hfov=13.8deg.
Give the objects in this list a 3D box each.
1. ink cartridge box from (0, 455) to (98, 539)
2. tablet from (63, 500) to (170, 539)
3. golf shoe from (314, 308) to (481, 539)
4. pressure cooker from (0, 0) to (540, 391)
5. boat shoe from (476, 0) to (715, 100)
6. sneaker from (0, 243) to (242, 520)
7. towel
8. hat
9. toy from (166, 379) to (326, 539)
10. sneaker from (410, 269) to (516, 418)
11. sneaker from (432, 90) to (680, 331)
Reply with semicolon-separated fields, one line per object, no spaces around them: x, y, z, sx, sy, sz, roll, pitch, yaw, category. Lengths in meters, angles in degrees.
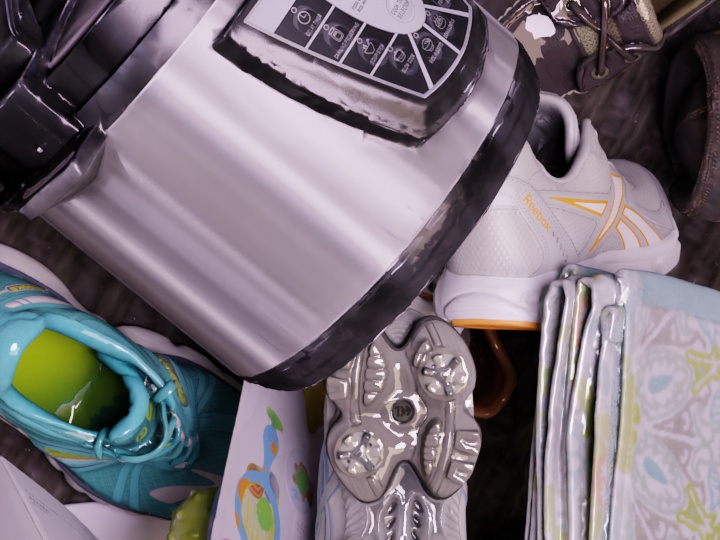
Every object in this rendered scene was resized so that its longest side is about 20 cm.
-0.143;0.188;1.167;0.146;0.200;0.083;-43;125;3;ink cartridge box
-0.109;0.161;1.318;0.199;0.014;0.131;-3;112;-34;tablet
0.012;0.114;1.197;0.078;0.097;0.201;8;95;-3;golf shoe
-0.055;-0.073;1.129;0.200;0.176;0.179;40;93;-14;pressure cooker
0.107;-0.122;1.309;0.200;0.065;0.073;-43;129;-12;boat shoe
-0.101;0.061;1.235;0.200;0.080;0.078;32;90;-41;sneaker
0.143;0.094;1.248;0.199;0.048;0.172;14;76;-45;towel
0.178;-0.058;1.344;0.080;0.201;0.202;-7;119;2;hat
-0.045;0.110;1.212;0.115;0.047;0.201;56;38;-44;toy
0.000;0.000;1.278;0.200;0.085;0.073;35;90;-39;sneaker
0.091;-0.036;1.292;0.200;0.075;0.093;-32;123;-66;sneaker
